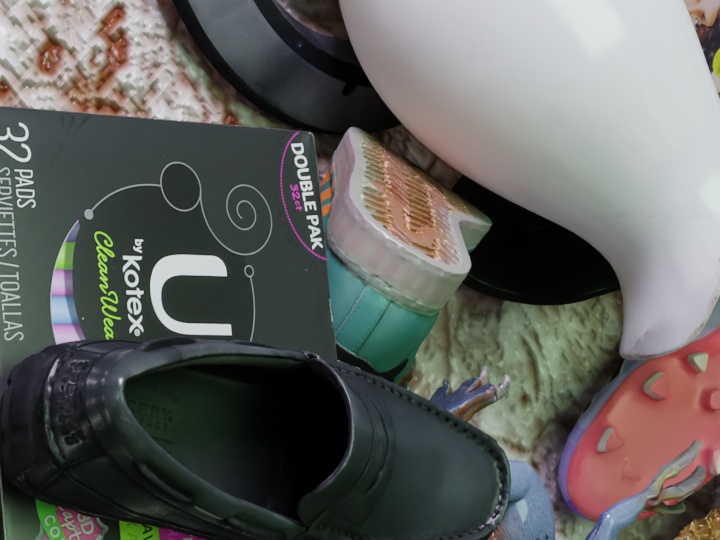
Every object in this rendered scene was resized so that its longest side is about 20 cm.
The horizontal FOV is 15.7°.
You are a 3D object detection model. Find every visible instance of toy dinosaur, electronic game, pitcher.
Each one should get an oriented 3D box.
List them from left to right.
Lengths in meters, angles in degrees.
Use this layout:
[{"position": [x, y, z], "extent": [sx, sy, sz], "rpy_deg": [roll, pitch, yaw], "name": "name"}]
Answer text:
[{"position": [-0.010, -0.156, 1.089], "extent": [0.200, 0.042, 0.200], "rpy_deg": [2, 87, -44], "name": "electronic game"}, {"position": [0.048, 0.121, 1.034], "extent": [0.200, 0.105, 0.182], "rpy_deg": [-44, 119, -42], "name": "toy dinosaur"}, {"position": [0.102, -0.091, 1.050], "extent": [0.172, 0.121, 0.200], "rpy_deg": [-45, 99, -14], "name": "pitcher"}]

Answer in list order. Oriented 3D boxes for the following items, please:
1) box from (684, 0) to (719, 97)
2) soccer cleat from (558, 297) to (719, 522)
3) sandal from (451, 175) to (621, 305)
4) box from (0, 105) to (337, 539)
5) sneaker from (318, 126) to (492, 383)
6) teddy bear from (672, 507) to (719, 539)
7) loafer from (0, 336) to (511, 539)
[{"position": [0.192, -0.108, 1.154], "extent": [0.050, 0.200, 0.075], "rpy_deg": [20, 66, -37], "name": "box"}, {"position": [0.150, 0.038, 1.181], "extent": [0.200, 0.076, 0.067], "rpy_deg": [-48, 113, -22], "name": "soccer cleat"}, {"position": [0.130, -0.028, 1.132], "extent": [0.200, 0.045, 0.075], "rpy_deg": [-2, 68, -12], "name": "sandal"}, {"position": [-0.098, 0.057, 0.903], "extent": [0.148, 0.124, 0.200], "rpy_deg": [1, 78, -41], "name": "box"}, {"position": [0.000, 0.000, 1.014], "extent": [0.071, 0.080, 0.200], "rpy_deg": [35, 12, -1], "name": "sneaker"}, {"position": [0.209, 0.107, 1.183], "extent": [0.200, 0.067, 0.145], "rpy_deg": [-32, 146, -46], "name": "teddy bear"}, {"position": [-0.021, 0.060, 0.839], "extent": [0.200, 0.070, 0.068], "rpy_deg": [14, 71, -40], "name": "loafer"}]
